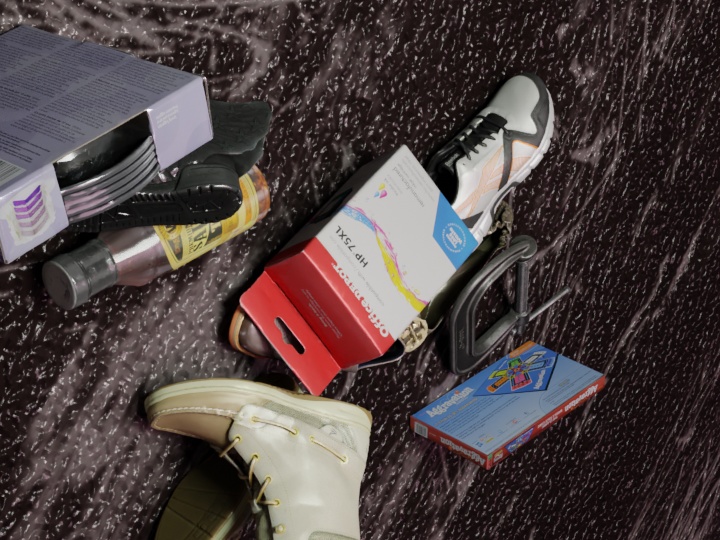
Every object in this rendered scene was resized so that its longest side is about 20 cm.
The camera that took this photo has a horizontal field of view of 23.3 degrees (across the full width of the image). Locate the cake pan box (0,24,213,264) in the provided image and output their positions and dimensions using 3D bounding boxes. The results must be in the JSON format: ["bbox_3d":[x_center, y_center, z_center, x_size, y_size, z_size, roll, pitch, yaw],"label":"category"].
[{"bbox_3d":[-0.220,-0.089,1.129,0.184,0.199,0.053,-38,132,-37],"label":"cake pan box"}]

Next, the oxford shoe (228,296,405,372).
[{"bbox_3d":[-0.035,0.053,1.540,0.199,0.073,0.072,2,107,-52],"label":"oxford shoe"}]

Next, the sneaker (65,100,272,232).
[{"bbox_3d":[-0.159,-0.087,1.320,0.198,0.105,0.060,0,141,-17],"label":"sneaker"}]

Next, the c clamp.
[{"bbox_3d":[0.145,0.028,1.763,0.171,0.027,0.200,-42,156,-13],"label":"c clamp"}]

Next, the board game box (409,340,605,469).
[{"bbox_3d":[0.153,0.135,1.795,0.199,0.102,0.020,-28,131,-40],"label":"board game box"}]

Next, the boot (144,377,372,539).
[{"bbox_3d":[-0.085,0.177,1.440,0.198,0.072,0.156,11,65,-20],"label":"boot"}]

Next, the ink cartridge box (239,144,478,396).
[{"bbox_3d":[0.000,0.000,1.506,0.116,0.067,0.200,51,54,-13],"label":"ink cartridge box"}]

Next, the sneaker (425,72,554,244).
[{"bbox_3d":[0.115,-0.106,1.649,0.201,0.073,0.080,-59,141,-12],"label":"sneaker"}]

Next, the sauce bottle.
[{"bbox_3d":[-0.157,-0.028,1.352,0.199,0.066,0.067,-34,132,-39],"label":"sauce bottle"}]

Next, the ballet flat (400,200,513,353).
[{"bbox_3d":[0.087,0.006,1.693,0.200,0.046,0.068,-49,140,-24],"label":"ballet flat"}]

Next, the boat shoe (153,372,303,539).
[{"bbox_3d":[-0.106,0.186,1.524,0.202,0.073,0.063,-60,139,-23],"label":"boat shoe"}]
